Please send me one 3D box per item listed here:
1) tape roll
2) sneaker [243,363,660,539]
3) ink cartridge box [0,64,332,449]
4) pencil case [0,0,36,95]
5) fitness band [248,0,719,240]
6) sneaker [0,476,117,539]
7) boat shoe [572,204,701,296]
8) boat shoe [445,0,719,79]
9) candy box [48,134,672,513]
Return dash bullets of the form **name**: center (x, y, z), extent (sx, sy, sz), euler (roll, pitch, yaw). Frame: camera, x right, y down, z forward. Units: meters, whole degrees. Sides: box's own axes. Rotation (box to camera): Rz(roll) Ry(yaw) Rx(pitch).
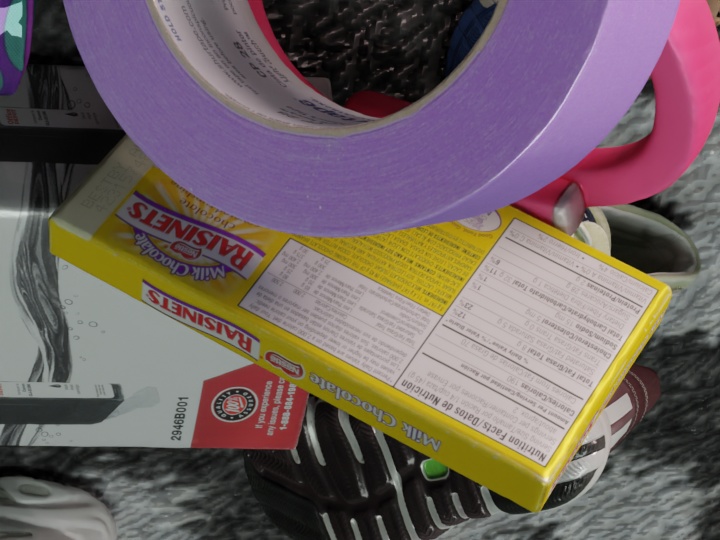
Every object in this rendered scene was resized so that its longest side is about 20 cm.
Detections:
- **tape roll**: center (0.002, -0.112, 0.756), extent (0.200, 0.200, 0.066), euler (-34, 170, 26)
- **sneaker**: center (0.050, 0.075, 1.065), extent (0.200, 0.115, 0.076), euler (-9, 101, 40)
- **ink cartridge box**: center (-0.116, -0.004, 0.937), extent (0.200, 0.084, 0.144), euler (2, 137, -11)
- **pencil case**: center (-0.212, -0.105, 0.811), extent (0.200, 0.085, 0.093), euler (0, 94, -10)
- **fitness band**: center (0.031, -0.084, 0.838), extent (0.200, 0.037, 0.144), euler (17, 139, 23)
- **sneaker**: center (-0.202, 0.135, 1.061), extent (0.200, 0.099, 0.078), euler (11, 134, -21)
- **boat shoe**: center (0.069, -0.009, 0.948), extent (0.062, 0.072, 0.200), euler (-38, 158, 25)
- **boat shoe**: center (0.098, -0.096, 0.873), extent (0.072, 0.072, 0.200), euler (-25, 169, -30)
- **candy box**: center (0.000, 0.000, 0.837), extent (0.200, 0.102, 0.026), euler (28, 145, 14)
